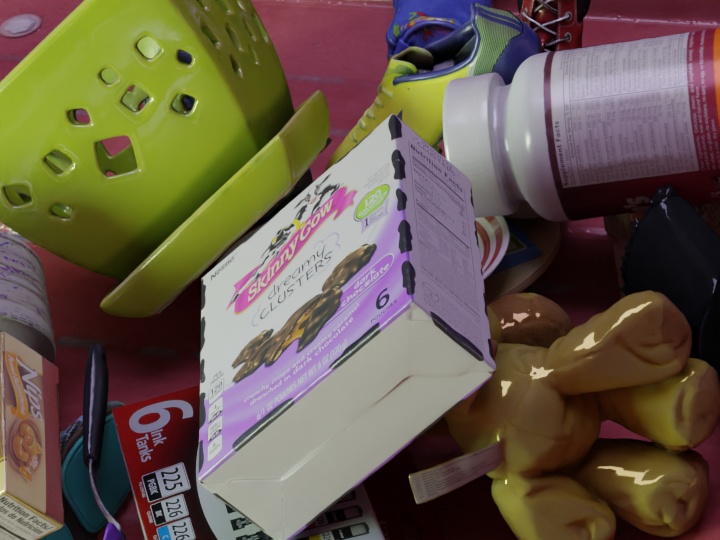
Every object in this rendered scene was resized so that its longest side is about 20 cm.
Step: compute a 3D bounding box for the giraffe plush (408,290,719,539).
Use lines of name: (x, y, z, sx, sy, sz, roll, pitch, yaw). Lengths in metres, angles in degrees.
giraffe plush: (0.094, 0.075, 1.542, 0.199, 0.173, 0.162, -4, 20, -20)

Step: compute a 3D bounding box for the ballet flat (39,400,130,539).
ballet flat: (-0.197, 0.151, 1.590, 0.074, 0.075, 0.200, 4, 36, 21)

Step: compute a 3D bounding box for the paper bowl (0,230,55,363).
paper bowl: (-0.292, 0.056, 1.648, 0.200, 0.201, 0.105, -12, 69, -1)

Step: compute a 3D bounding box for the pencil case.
pencil case: (0.060, -0.203, 1.989, 0.086, 0.078, 0.200, 14, 36, -7)

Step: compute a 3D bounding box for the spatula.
spatula: (-0.155, 0.128, 1.564, 0.020, 0.057, 0.201, -12, 55, 4)

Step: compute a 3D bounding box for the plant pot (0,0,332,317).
plant pot: (-0.138, -0.093, 1.744, 0.200, 0.182, 0.199, -43, 5, 15)

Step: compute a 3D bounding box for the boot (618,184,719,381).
boot: (0.217, 0.008, 1.566, 0.073, 0.199, 0.163, -18, 42, -14)

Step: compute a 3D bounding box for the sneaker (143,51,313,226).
sneaker: (-0.106, -0.102, 1.882, 0.079, 0.096, 0.200, -29, 39, -22)

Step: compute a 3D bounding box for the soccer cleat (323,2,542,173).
soccer cleat: (0.035, -0.115, 1.761, 0.200, 0.084, 0.065, -36, 38, 33)

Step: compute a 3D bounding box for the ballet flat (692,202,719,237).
ballet flat: (0.286, -0.009, 1.671, 0.199, 0.066, 0.070, 14, -1, 29)

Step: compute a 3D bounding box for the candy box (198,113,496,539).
candy box: (-0.012, 0.030, 1.486, 0.168, 0.071, 0.200, -41, 27, 21)

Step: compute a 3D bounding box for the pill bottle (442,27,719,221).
pill bottle: (0.159, -0.090, 1.660, 0.199, 0.110, 0.110, -7, 35, 15)

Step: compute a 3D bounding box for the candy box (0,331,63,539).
candy box: (-0.267, 0.133, 1.549, 0.199, 0.055, 0.116, -29, 47, 25)

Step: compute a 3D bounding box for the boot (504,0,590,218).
boot: (0.119, -0.130, 1.788, 0.072, 0.145, 0.200, 8, 29, 10)

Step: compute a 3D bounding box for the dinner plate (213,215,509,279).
dinner plate: (0.000, 0.000, 1.689, 0.199, 0.024, 0.200, -10, 25, 5)

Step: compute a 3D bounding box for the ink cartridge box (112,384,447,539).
ink cartridge box: (-0.040, 0.145, 1.538, 0.175, 0.084, 0.200, -16, 35, -7)

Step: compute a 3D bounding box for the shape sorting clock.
shape sorting clock: (0.038, -0.006, 1.759, 0.199, 0.039, 0.200, -8, 26, 4)

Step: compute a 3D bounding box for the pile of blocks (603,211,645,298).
pile of blocks: (0.199, -0.049, 1.754, 0.082, 0.062, 0.200, -11, 36, 0)
